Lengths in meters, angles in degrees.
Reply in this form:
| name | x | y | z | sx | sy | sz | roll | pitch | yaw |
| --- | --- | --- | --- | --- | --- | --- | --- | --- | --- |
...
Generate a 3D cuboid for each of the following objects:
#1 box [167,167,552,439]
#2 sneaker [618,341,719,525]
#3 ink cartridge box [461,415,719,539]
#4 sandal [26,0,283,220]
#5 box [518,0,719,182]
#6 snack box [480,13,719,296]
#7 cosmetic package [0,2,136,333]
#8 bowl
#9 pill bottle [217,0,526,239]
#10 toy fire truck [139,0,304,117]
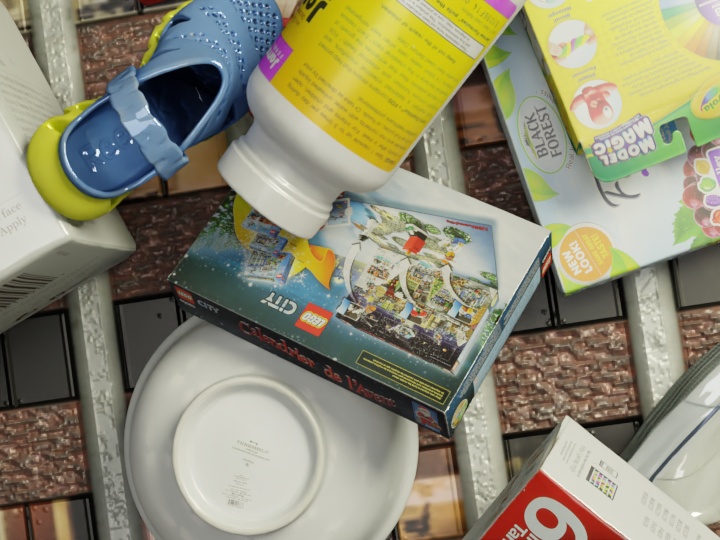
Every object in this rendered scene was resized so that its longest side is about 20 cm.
| name | x | y | z | sx | sy | sz | roll | pitch | yaw |
| --- | --- | --- | --- | --- | --- | --- | --- | --- | --- |
| box | 0.000 | 0.000 | 0.876 | 0.199 | 0.038 | 0.137 | 24 | 66 | 21 |
| sneaker | 0.209 | 0.118 | 0.889 | 0.071 | 0.073 | 0.201 | 38 | 102 | 4 |
| ink cartridge box | 0.127 | 0.224 | 0.850 | 0.175 | 0.084 | 0.201 | 37 | 115 | 5 |
| sandal | -0.101 | -0.104 | 0.829 | 0.080 | 0.087 | 0.200 | 51 | 52 | -19 |
| box | 0.157 | -0.161 | 0.859 | 0.116 | 0.048 | 0.202 | -21 | 81 | 5 |
| snack box | 0.162 | -0.102 | 0.905 | 0.141 | 0.053 | 0.202 | -20 | 85 | 6 |
| cosmetic package | -0.272 | -0.061 | 0.892 | 0.164 | 0.165 | 0.201 | -29 | 86 | 4 |
| bowl | -0.065 | 0.113 | 0.903 | 0.199 | 0.090 | 0.203 | 0 | 87 | 6 |
| pill bottle | 0.003 | -0.119 | 0.829 | 0.104 | 0.104 | 0.201 | 39 | 102 | 6 |
| toy fire truck | -0.044 | -0.174 | 0.930 | 0.198 | 0.049 | 0.142 | -18 | 87 | 5 |
